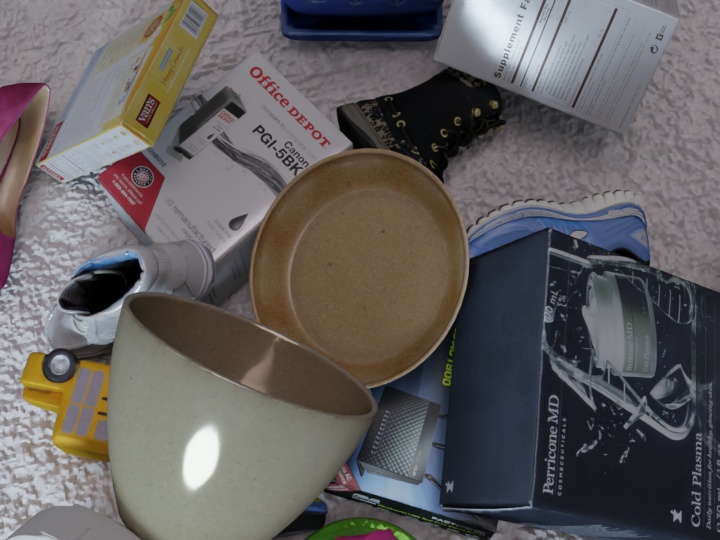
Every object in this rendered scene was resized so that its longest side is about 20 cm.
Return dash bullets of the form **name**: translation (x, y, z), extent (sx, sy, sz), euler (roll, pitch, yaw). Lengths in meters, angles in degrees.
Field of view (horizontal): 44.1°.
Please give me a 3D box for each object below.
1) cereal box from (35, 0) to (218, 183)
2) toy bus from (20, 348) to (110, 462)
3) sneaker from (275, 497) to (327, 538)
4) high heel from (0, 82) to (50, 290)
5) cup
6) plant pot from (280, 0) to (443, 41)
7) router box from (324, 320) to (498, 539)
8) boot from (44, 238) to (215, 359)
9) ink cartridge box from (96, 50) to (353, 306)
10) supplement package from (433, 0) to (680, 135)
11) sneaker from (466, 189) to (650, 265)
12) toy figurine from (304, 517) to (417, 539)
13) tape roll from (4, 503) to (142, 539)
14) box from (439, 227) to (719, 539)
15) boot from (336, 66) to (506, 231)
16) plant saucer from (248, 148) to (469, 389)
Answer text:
- **cereal box**: translation (-0.221, -0.164, 0.823), extent (0.039, 0.198, 0.147), euler (34, 65, -32)
- **toy bus**: translation (-0.192, 0.125, 0.763), extent (0.195, 0.065, 0.080), euler (10, 69, 3)
- **sneaker**: translation (-0.117, 0.234, 0.726), extent (0.196, 0.071, 0.084), euler (-22, 89, -11)
- **high heel**: translation (-0.326, -0.082, 0.834), extent (0.094, 0.067, 0.204), euler (-18, 62, 11)
- **cup**: translation (-0.103, 0.123, 0.646), extent (0.197, 0.200, 0.146), euler (25, 96, 9)
- **plant pot**: translation (0.003, -0.346, 0.892), extent (0.195, 0.181, 0.205), euler (0, 67, -1)
- **router box**: translation (0.063, 0.112, 0.771), extent (0.146, 0.062, 0.204), euler (14, 68, 4)
- **boot**: translation (-0.220, 0.023, 0.740), extent (0.197, 0.095, 0.075), euler (-26, 76, 27)
- **ink cartridge box**: translation (-0.121, -0.086, 0.838), extent (0.200, 0.083, 0.147), euler (-42, 73, -15)
- **supplement package**: translation (0.186, -0.238, 0.855), extent (0.196, 0.122, 0.122), euler (22, 34, 3)
- **sneaker**: translation (0.177, -0.013, 0.816), extent (0.195, 0.079, 0.091), euler (-10, 66, -5)
- **toy figurine**: translation (0.023, 0.260, 0.646), extent (0.197, 0.185, 0.152), euler (29, 70, 10)
- **tape roll**: translation (-0.187, 0.265, 0.643), extent (0.201, 0.205, 0.037), euler (34, 35, 13)
- **box**: translation (0.179, 0.100, 0.700), extent (0.193, 0.123, 0.205), euler (16, 70, -24)
- **boot**: translation (0.081, -0.118, 0.842), extent (0.151, 0.074, 0.205), euler (-26, 51, -13)
- **plant saucer**: translation (0.000, 0.000, 0.752), extent (0.195, 0.035, 0.206), euler (-5, 76, 20)
